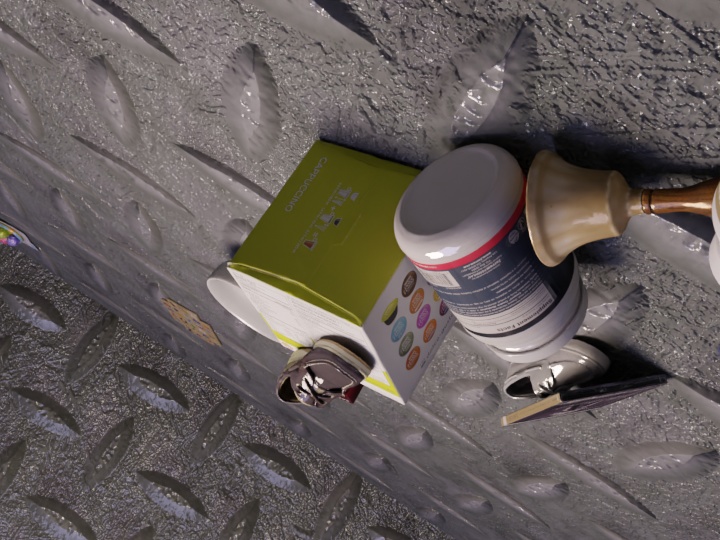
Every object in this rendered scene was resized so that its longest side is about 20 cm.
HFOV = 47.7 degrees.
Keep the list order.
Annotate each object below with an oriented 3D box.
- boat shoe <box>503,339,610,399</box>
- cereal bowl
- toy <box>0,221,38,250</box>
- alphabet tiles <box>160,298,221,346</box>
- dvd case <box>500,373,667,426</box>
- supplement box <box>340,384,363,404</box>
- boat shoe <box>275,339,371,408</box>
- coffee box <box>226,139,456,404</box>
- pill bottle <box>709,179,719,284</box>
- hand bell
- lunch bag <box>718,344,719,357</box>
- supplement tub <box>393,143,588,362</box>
[{"bbox_3d":[0.253,0.140,1.089,0.072,0.069,0.199,39,158,-16],"label":"boat shoe"},{"bbox_3d":[-0.180,0.045,1.490,0.198,0.084,0.201,28,158,12],"label":"cereal bowl"},{"bbox_3d":[-1.117,-0.116,2.546,0.198,0.048,0.116,29,160,13],"label":"toy"},{"bbox_3d":[-0.456,0.141,2.203,0.164,0.006,0.201,27,158,18],"label":"alphabet tiles"},{"bbox_3d":[0.283,0.170,1.058,0.146,0.016,0.200,-8,163,-14],"label":"dvd case"},{"bbox_3d":[-0.042,0.144,1.469,0.060,0.110,0.201,18,155,32],"label":"supplement box"},{"bbox_3d":[-0.049,0.127,0.945,0.072,0.065,0.199,39,158,-14],"label":"boat shoe"},{"bbox_3d":[0.000,0.000,0.973,0.197,0.201,0.199,21,157,30],"label":"coffee box"},{"bbox_3d":[0.297,-0.057,0.531,0.110,0.112,0.201,25,154,19],"label":"pill bottle"},{"bbox_3d":[0.249,-0.060,0.682,0.197,0.105,0.104,-2,142,36],"label":"hand bell"},{"bbox_3d":[0.413,0.069,0.645,0.198,0.126,0.169,30,164,-33],"label":"lunch bag"},{"bbox_3d":[0.137,-0.014,0.829,0.139,0.142,0.200,7,147,48],"label":"supplement tub"}]
